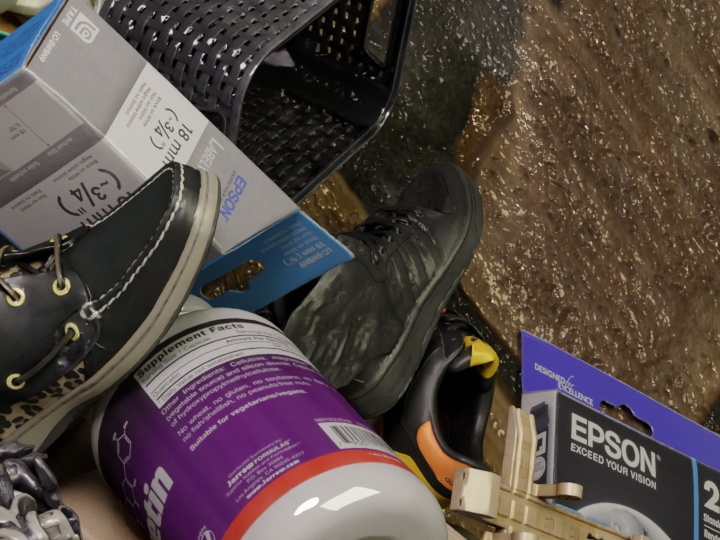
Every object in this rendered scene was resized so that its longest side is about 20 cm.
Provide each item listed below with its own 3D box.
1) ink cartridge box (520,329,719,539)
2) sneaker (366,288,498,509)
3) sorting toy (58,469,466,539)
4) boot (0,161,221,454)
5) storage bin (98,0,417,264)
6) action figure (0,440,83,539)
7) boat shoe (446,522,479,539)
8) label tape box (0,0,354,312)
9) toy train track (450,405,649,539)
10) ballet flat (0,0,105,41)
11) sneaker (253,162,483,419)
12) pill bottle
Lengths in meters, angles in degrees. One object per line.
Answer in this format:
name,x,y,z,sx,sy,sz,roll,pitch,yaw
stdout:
ink cartridge box,0.176,0.153,1.429,0.198,0.043,0.201,27,52,-34
sneaker,0.048,0.045,1.314,0.070,0.090,0.201,25,55,-35
sorting toy,-0.038,0.143,1.135,0.200,0.037,0.185,33,32,33
boot,-0.174,0.001,1.038,0.154,0.204,0.074,32,29,-25
storage bin,-0.057,-0.112,1.233,0.094,0.136,0.200,27,40,18
action figure,-0.153,0.139,0.992,0.119,0.200,0.102,-17,113,-36
boat shoe,0.083,0.234,1.270,0.075,0.068,0.200,-7,54,-52
label tape box,-0.125,-0.024,1.131,0.200,0.144,0.063,43,44,-22
toy train track,0.118,0.144,1.284,0.200,0.032,0.115,27,66,-51
ballet flat,-0.180,-0.142,1.190,0.200,0.070,0.068,11,63,-42
sneaker,-0.002,0.000,1.252,0.104,0.060,0.200,44,56,-34
pill bottle,-0.053,0.093,1.059,0.112,0.113,0.200,16,19,-40
